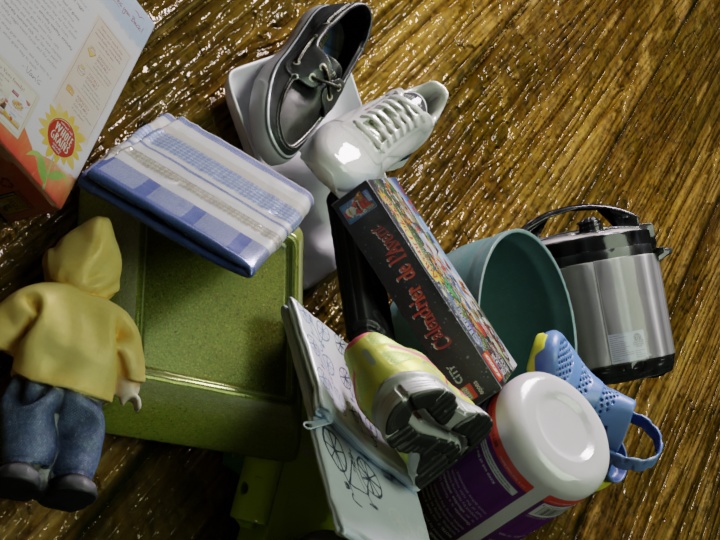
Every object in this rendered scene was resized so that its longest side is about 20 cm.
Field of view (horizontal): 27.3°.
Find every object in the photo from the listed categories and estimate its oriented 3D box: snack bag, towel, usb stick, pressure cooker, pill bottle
[{"bbox_3d":[0.006,0.139,1.125,0.189,0.021,0.201,46,24,-52],"label":"snack bag"},{"bbox_3d":[-0.118,-0.059,1.116,0.146,0.024,0.200,30,21,0],"label":"towel"},{"bbox_3d":[0.000,0.000,1.267,0.056,0.032,0.201,49,19,-35],"label":"usb stick"},{"bbox_3d":[0.252,0.027,1.639,0.175,0.178,0.202,-7,86,-55],"label":"pressure cooker"},{"bbox_3d":[0.110,0.177,1.258,0.112,0.200,0.113,23,46,-26],"label":"pill bottle"}]

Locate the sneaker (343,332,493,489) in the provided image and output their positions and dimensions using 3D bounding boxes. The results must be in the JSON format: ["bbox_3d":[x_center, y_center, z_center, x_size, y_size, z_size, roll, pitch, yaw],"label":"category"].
[{"bbox_3d":[0.040,0.099,1.131,0.090,0.078,0.200,48,-6,27],"label":"sneaker"}]

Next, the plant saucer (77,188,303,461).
[{"bbox_3d":[-0.117,0.030,1.119,0.199,0.048,0.201,14,65,-33],"label":"plant saucer"}]

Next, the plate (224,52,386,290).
[{"bbox_3d":[-0.047,-0.103,1.352,0.200,0.032,0.201,-35,110,-56],"label":"plate"}]

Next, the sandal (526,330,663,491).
[{"bbox_3d":[0.222,0.129,1.399,0.200,0.087,0.080,52,45,-34],"label":"sandal"}]

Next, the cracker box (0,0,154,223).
[{"bbox_3d":[-0.235,-0.153,1.054,0.134,0.057,0.201,53,41,-35],"label":"cracker box"}]

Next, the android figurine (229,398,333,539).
[{"bbox_3d":[-0.035,0.180,1.215,0.182,0.041,0.201,28,74,-47],"label":"android figurine"}]

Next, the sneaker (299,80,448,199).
[{"bbox_3d":[0.014,-0.125,1.333,0.077,0.080,0.200,51,31,-2],"label":"sneaker"}]

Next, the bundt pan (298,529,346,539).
[{"bbox_3d":[-0.030,0.292,1.156,0.201,0.075,0.204,-15,110,-47],"label":"bundt pan"}]

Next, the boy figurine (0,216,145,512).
[{"bbox_3d":[-0.206,0.056,1.011,0.123,0.064,0.202,13,64,-21],"label":"boy figurine"}]

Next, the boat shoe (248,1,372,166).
[{"bbox_3d":[-0.042,-0.172,1.301,0.069,0.056,0.201,54,39,-32],"label":"boat shoe"}]

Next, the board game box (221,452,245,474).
[{"bbox_3d":[-0.038,0.141,1.285,0.200,0.029,0.135,41,48,-44],"label":"board game box"}]

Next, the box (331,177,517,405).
[{"bbox_3d":[0.058,0.015,1.251,0.201,0.038,0.137,57,11,2],"label":"box"}]

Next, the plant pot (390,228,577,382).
[{"bbox_3d":[0.106,0.069,1.434,0.200,0.133,0.202,20,65,-54],"label":"plant pot"}]
